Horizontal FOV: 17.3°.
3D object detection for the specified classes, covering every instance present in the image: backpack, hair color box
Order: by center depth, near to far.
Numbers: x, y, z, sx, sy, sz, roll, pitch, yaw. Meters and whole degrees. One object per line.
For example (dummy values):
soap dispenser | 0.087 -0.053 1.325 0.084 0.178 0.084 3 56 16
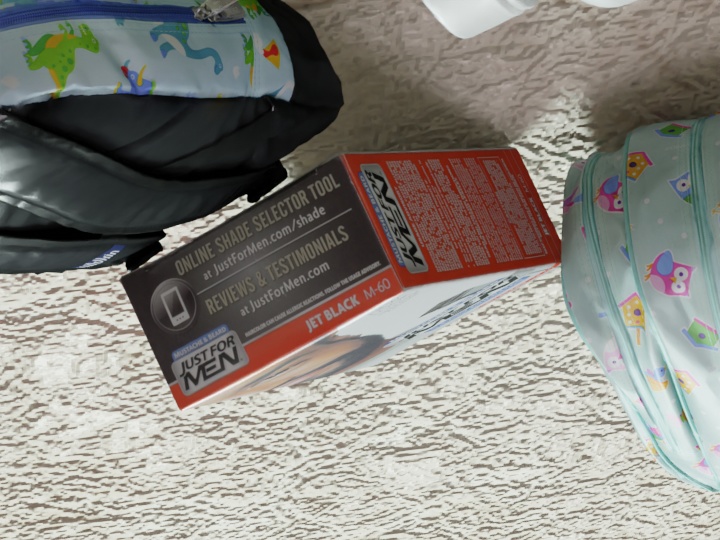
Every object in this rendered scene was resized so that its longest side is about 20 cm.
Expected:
backpack | -0.126 -0.063 0.846 0.163 0.154 0.200 -26 -178 27
hair color box | 0.000 0.000 0.989 0.111 0.064 0.200 -29 171 23
backpack | 0.172 0.017 1.074 0.126 0.167 0.200 -18 141 16

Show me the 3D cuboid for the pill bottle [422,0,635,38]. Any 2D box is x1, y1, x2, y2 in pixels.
pill bottle | 0.106 -0.160 0.818 0.200 0.111 0.111 -25 145 18
